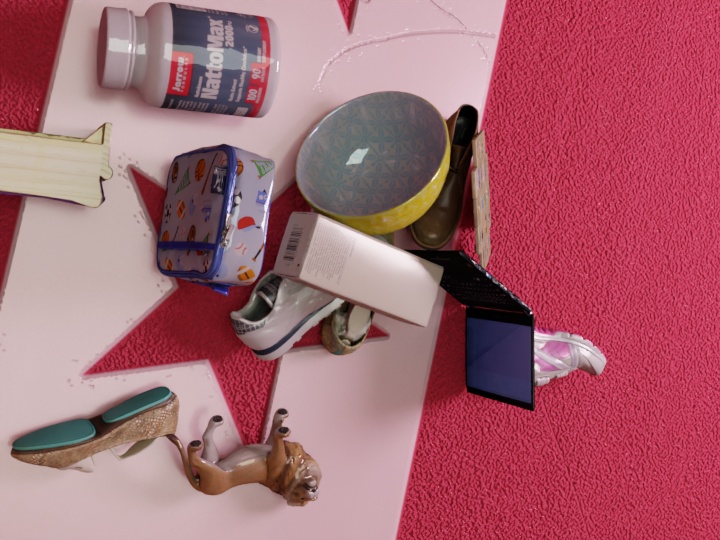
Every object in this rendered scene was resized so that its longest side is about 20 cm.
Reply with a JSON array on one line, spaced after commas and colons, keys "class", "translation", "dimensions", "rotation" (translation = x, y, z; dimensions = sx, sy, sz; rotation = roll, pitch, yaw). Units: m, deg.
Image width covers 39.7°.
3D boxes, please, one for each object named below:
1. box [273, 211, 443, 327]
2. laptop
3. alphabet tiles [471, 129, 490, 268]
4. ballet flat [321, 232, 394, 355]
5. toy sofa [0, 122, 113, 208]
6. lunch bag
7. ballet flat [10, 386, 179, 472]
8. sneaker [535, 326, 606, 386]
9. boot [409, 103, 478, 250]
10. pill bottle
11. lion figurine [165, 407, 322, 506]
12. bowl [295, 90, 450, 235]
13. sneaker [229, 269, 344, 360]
[{"class": "box", "translation": [0.000, 0.000, 1.199], "dimensions": [0.198, 0.068, 0.083], "rotation": [23, 82, -33]}, {"class": "laptop", "translation": [0.134, 0.071, 1.278], "dimensions": [0.199, 0.177, 0.104], "rotation": [38, 77, -19]}, {"class": "alphabet tiles", "translation": [0.156, -0.090, 1.283], "dimensions": [0.006, 0.200, 0.169], "rotation": [-2, 102, 12]}, {"class": "ballet flat", "translation": [0.005, 0.014, 1.283], "dimensions": [0.070, 0.071, 0.203], "rotation": [22, 83, -21]}, {"class": "toy sofa", "translation": [-0.380, -0.126, 1.112], "dimensions": [0.197, 0.083, 0.099], "rotation": [5, 90, -23]}, {"class": "lunch bag", "translation": [-0.169, -0.057, 1.138], "dimensions": [0.075, 0.199, 0.163], "rotation": [12, 86, -30]}, {"class": "ballet flat", "translation": [-0.303, 0.199, 1.163], "dimensions": [0.197, 0.070, 0.066], "rotation": [-17, 112, -17]}, {"class": "sneaker", "translation": [0.246, 0.121, 1.383], "dimensions": [0.197, 0.081, 0.090], "rotation": [16, 86, -13]}, {"class": "boot", "translation": [0.110, -0.126, 1.295], "dimensions": [0.073, 0.076, 0.203], "rotation": [17, 71, 0]}, {"class": "pill bottle", "translation": [-0.202, -0.247, 1.164], "dimensions": [0.197, 0.119, 0.122], "rotation": [2, 90, -22]}, {"class": "lion figurine", "translation": [-0.142, 0.240, 1.225], "dimensions": [0.197, 0.073, 0.124], "rotation": [0, 119, -15]}, {"class": "bowl", "translation": [0.026, -0.114, 1.249], "dimensions": [0.200, 0.199, 0.108], "rotation": [-46, 143, -15]}, {"class": "sneaker", "translation": [-0.073, 0.019, 1.231], "dimensions": [0.200, 0.076, 0.081], "rotation": [-47, 132, -14]}]
